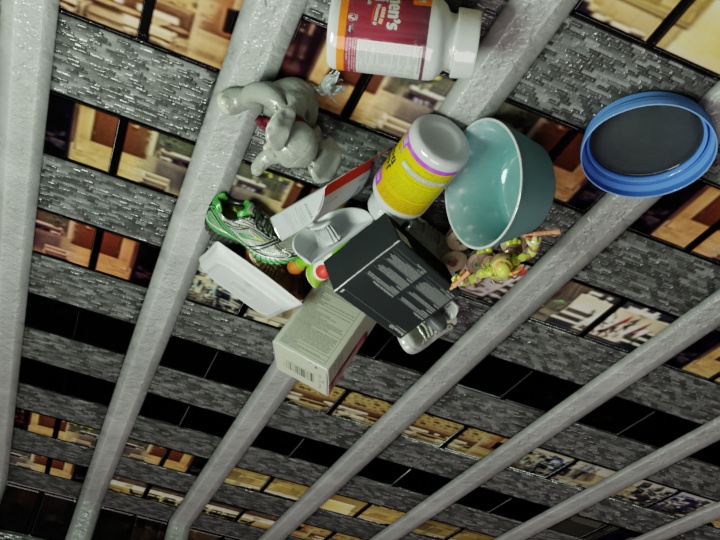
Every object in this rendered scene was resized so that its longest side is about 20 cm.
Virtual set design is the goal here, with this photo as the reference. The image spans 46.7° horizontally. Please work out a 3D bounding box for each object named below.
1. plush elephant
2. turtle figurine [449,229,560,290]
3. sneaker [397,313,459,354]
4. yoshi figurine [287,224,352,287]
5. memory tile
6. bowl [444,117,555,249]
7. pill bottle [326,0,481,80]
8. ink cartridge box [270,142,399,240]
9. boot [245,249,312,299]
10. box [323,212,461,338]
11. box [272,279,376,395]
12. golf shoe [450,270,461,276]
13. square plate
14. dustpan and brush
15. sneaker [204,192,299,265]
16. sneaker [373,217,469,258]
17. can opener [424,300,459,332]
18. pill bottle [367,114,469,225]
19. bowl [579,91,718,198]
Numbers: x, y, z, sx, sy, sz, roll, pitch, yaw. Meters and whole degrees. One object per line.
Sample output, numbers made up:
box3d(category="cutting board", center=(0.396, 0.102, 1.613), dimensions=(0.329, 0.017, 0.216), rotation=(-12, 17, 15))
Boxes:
box3d(category="plush elephant", center=(-0.112, -0.207, 1.269), dimensions=(0.199, 0.156, 0.165), rotation=(-19, 136, 33))
box3d(category="turtle figurine", center=(0.243, -0.016, 1.379), dimensions=(0.199, 0.161, 0.065), rotation=(-31, 95, 13))
box3d(category="sneaker", center=(0.137, 0.103, 1.647), dimensions=(0.084, 0.200, 0.073), rotation=(-34, 87, 29))
box3d(category="yoshi figurine", center=(-0.054, -0.045, 1.555), dimensions=(0.200, 0.112, 0.113), rotation=(-22, 95, 54))
box3d(category="memory tile", center=(0.227, -0.071, 1.447), dimensions=(0.152, 0.017, 0.201), rotation=(4, 131, -11))
box3d(category="bowl", center=(0.227, -0.131, 1.298), dimensions=(0.104, 0.202, 0.201), rotation=(1, 150, -28))
box3d(category="pill bottle", center=(0.058, -0.316, 1.125), dimensions=(0.198, 0.110, 0.110), rotation=(7, 144, 2))
box3d(category="ink cartridge box", center=(-0.032, -0.129, 1.357), dimensions=(0.199, 0.162, 0.057), rotation=(-20, 101, 37))
box3d(category="boot", center=(-0.186, 0.006, 1.636), dimensions=(0.107, 0.076, 0.200), rotation=(-3, 152, 26))
box3d(category="box", center=(0.055, 0.013, 1.409), dimensions=(0.141, 0.079, 0.200), rotation=(-39, 135, 13))
box3d(category="box", center=(-0.066, 0.121, 1.643), dimensions=(0.127, 0.200, 0.109), rotation=(26, 148, 16))
box3d(category="golf shoe", center=(0.106, 0.026, 1.608), dimensions=(0.094, 0.078, 0.199), rotation=(34, 136, -30))
box3d(category="square plate", center=(-0.223, 0.027, 1.623), dimensions=(0.200, 0.029, 0.198), rotation=(37, 161, -12))
box3d(category="dustpan and brush", center=(-0.076, -0.073, 1.459), dimensions=(0.057, 0.139, 0.200), rotation=(58, 164, -14))
box3d(category="sneaker", center=(-0.190, -0.075, 1.515), dimensions=(0.199, 0.078, 0.085), rotation=(21, 140, 1))
box3d(category="sneaker", center=(0.107, -0.056, 1.504), dimensions=(0.199, 0.071, 0.080), rotation=(15, 141, -7))
box3d(category="can opener", center=(0.104, 0.021, 1.542), dimensions=(0.200, 0.066, 0.053), rotation=(49, 138, 8))
box3d(category="pill bottle", center=(0.086, -0.152, 1.346), dimensions=(0.104, 0.105, 0.200), rotation=(20, 142, -16))
box3d(category="bowl", center=(0.437, -0.192, 1.275), dimensions=(0.199, 0.040, 0.201), rotation=(5, 143, 4))
